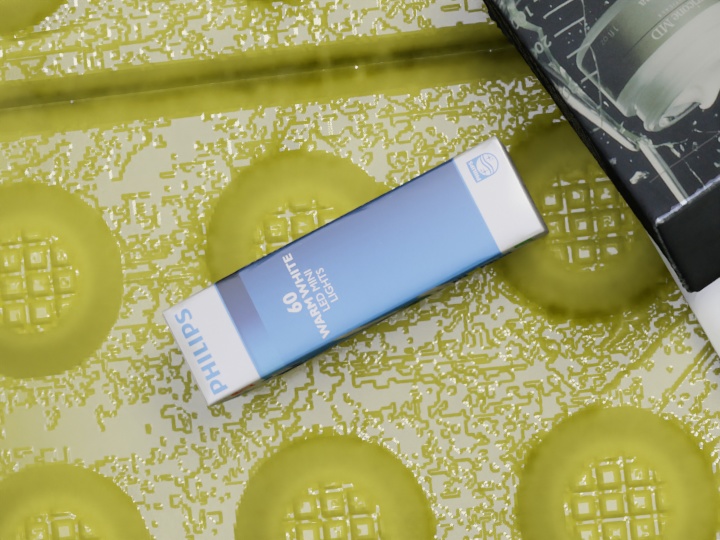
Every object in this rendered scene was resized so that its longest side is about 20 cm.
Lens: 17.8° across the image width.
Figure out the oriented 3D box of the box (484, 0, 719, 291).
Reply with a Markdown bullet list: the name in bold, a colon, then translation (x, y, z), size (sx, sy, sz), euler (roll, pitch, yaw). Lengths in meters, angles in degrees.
- **box**: translation (0.188, -0.134, 1.172), size (0.200, 0.124, 0.197), euler (-35, 67, 5)

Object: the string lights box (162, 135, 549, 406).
- **string lights box**: translation (0.000, 0.000, 1.237), size (0.199, 0.103, 0.059), euler (-28, 87, 6)

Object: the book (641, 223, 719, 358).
- **book**: translation (0.257, 0.025, 1.239), size (0.133, 0.048, 0.200), euler (-31, 89, 7)
